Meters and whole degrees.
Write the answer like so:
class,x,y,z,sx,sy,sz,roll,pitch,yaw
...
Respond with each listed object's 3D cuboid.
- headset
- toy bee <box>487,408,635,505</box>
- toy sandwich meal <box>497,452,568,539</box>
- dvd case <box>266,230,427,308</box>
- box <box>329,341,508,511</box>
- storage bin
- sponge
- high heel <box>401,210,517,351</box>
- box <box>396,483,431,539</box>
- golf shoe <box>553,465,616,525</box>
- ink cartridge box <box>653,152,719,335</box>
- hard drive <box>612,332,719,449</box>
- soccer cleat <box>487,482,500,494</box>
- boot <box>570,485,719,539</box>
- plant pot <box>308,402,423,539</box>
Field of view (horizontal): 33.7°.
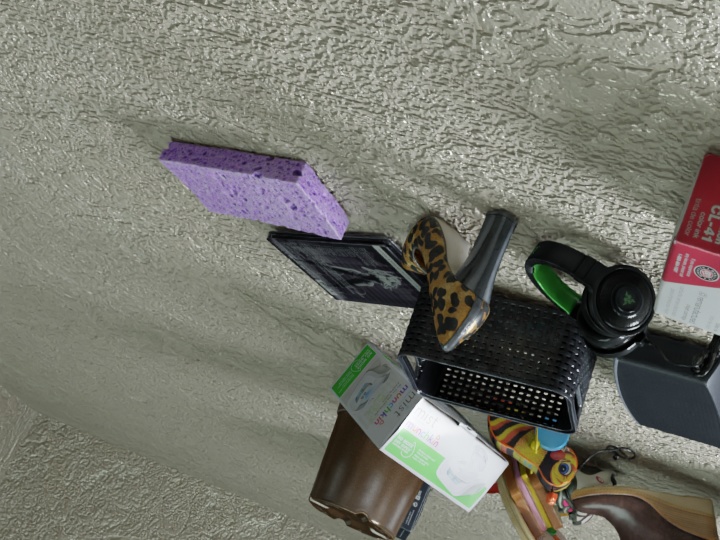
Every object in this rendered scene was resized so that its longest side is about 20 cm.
class,x,y,z,sx,sy,sz,roll,pitch,yaw
headset,0.252,0.030,1.134,0.199,0.094,0.124,36,168,18
toy bee,0.252,0.252,1.607,0.199,0.109,0.131,13,155,33
toy sandwich meal,0.269,0.349,1.760,0.070,0.206,0.205,-32,135,14
dvd case,0.000,0.000,1.412,0.199,0.016,0.149,6,152,44
box,0.082,0.215,1.656,0.200,0.097,0.176,40,-178,-34
storage bin,0.155,0.098,1.333,0.198,0.094,0.135,12,157,20
sponge,-0.118,-0.090,1.311,0.199,0.030,0.112,12,156,33
high heel,0.070,0.019,1.185,0.071,0.143,0.200,32,159,-19
box,0.026,0.443,2.370,0.199,0.105,0.148,25,161,5
golf shoe,0.337,0.326,1.735,0.087,0.078,0.200,-11,162,17
ink cartridge box,0.337,0.005,0.909,0.198,0.086,0.148,21,160,16
hard drive,0.340,0.131,1.285,0.134,0.043,0.200,15,158,29
soccer cleat,0.220,0.320,1.887,0.198,0.086,0.069,7,148,-19
boot,0.373,0.377,1.583,0.198,0.168,0.072,5,165,15
plant pot,0.025,0.307,1.890,0.199,0.200,0.201,22,160,8
